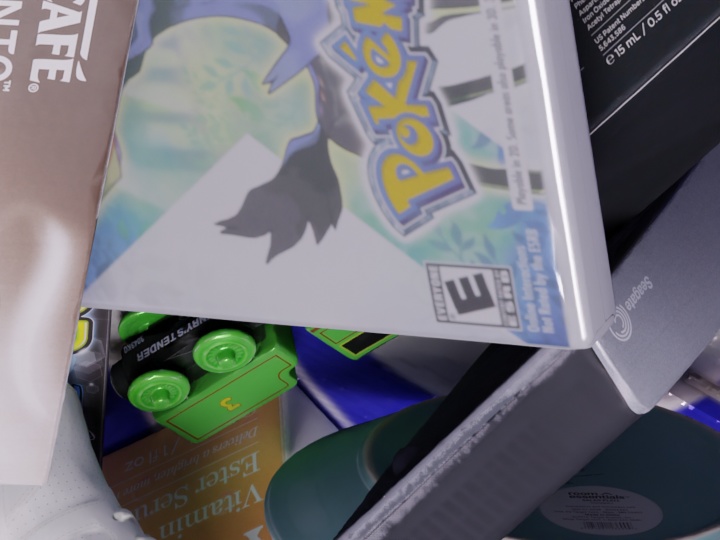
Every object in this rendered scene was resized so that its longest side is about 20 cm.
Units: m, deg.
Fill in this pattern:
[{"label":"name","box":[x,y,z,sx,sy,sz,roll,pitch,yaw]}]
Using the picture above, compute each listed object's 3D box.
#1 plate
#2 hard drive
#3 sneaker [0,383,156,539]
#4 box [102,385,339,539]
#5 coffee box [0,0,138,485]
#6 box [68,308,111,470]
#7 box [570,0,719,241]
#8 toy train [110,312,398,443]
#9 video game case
[{"label":"plate","box":[0.067,0.075,0.972,0.199,0.200,0.026,2,109,-7]},{"label":"hard drive","box":[0.072,0.022,0.908,0.042,0.200,0.135,44,122,0]},{"label":"sneaker","box":[-0.076,0.121,0.944,0.080,0.201,0.070,-18,152,6]},{"label":"box","box":[-0.058,0.165,1.030,0.152,0.201,0.106,-26,131,19]},{"label":"coffee box","box":[-0.123,-0.047,0.722,0.114,0.080,0.201,3,127,-17]},{"label":"box","box":[-0.137,-0.005,0.972,0.109,0.035,0.201,1,134,-7]},{"label":"box","box":[0.060,-0.102,0.810,0.200,0.142,0.079,-42,158,31]},{"label":"toy train","box":[0.000,0.000,0.988,0.199,0.042,0.056,-30,139,23]},{"label":"video game case","box":[-0.031,-0.078,0.743,0.181,0.022,0.201,4,118,31]}]
